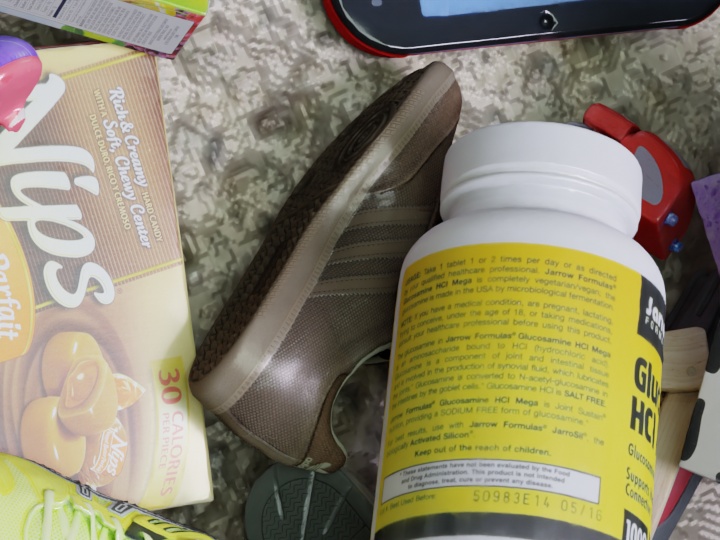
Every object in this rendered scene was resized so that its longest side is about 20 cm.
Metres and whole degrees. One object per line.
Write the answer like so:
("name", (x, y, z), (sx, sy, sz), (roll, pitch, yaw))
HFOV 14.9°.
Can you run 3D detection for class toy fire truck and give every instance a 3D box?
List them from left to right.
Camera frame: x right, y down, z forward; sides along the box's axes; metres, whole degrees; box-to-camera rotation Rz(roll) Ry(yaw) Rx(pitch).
("toy fire truck", (0.103, 0.038, 1.207), (0.141, 0.049, 0.200), (33, 76, 21))

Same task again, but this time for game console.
("game console", (0.070, -0.191, 1.251), (0.198, 0.031, 0.178), (-7, 90, -18))

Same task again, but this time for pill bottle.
("pill bottle", (0.067, 0.047, 1.119), (0.112, 0.112, 0.201), (13, 66, -16))

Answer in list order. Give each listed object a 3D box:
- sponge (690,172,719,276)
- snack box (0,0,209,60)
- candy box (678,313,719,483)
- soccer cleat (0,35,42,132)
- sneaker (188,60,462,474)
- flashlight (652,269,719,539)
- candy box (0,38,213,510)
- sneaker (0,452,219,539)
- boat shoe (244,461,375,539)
("sponge", (0.246, -0.012, 1.171), (0.030, 0.199, 0.112), (-10, 84, -60))
("snack box", (-0.122, -0.204, 1.155), (0.141, 0.053, 0.201), (16, 66, -17))
("candy box", (0.225, 0.009, 1.133), (0.136, 0.061, 0.201), (22, 107, 27))
("soccer cleat", (-0.220, -0.051, 1.104), (0.199, 0.067, 0.077), (-31, 81, 17))
("sneaker", (0.000, 0.000, 1.191), (0.075, 0.070, 0.201), (42, 61, -15))
("flashlight", (0.124, 0.094, 1.238), (0.068, 0.068, 0.201), (31, 81, -10))
("candy box", (-0.134, 0.007, 1.167), (0.115, 0.055, 0.202), (-8, 89, -17))
("sneaker", (-0.100, 0.116, 1.096), (0.199, 0.076, 0.076), (27, 59, -41))
("boat shoe", (0.028, 0.163, 1.177), (0.074, 0.065, 0.202), (-43, 78, 13))
